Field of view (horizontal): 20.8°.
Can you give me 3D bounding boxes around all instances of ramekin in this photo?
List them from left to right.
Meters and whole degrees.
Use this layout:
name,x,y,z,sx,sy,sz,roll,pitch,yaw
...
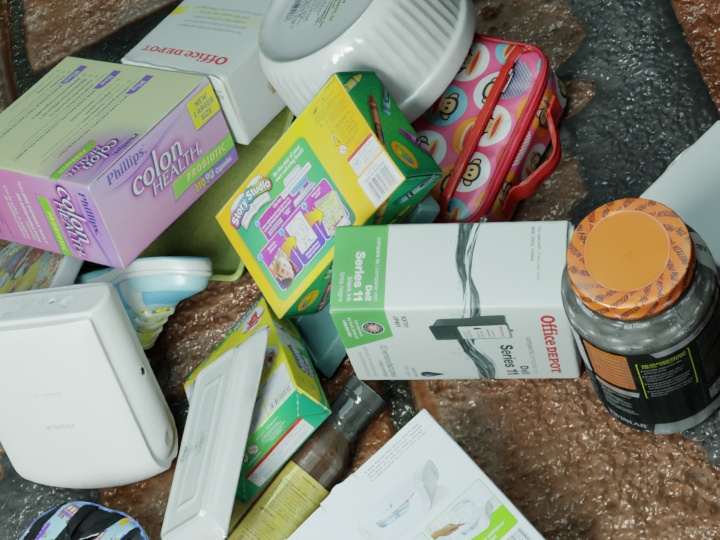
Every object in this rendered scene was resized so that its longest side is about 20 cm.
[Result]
name,x,y,z,sx,sy,sz,roll,pitch,yaw
ramekin,-0.003,-0.218,1.804,0.199,0.105,0.201,-29,38,25

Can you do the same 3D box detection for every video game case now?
name,x,y,z,sx,sy,sz,roll,pitch,yaw
video game case,-0.325,0.012,1.906,0.181,0.023,0.201,-32,26,34

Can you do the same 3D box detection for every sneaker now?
name,x,y,z,sx,sy,sz,roll,pitch,yaw
sneaker,-0.204,0.059,1.831,0.199,0.079,0.132,-15,78,44

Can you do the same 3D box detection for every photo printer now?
name,x,y,z,sx,sy,sz,roll,pitch,yaw
photo printer,-0.264,0.113,1.783,0.165,0.201,0.070,-6,33,23

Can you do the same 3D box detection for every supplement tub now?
name,x,y,z,sx,sy,sz,roll,pitch,yaw
supplement tub,0.226,0.035,1.547,0.121,0.200,0.123,-8,58,13

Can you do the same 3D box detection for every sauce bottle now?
name,x,y,z,sx,sy,sz,roll,pitch,yaw
sauce bottle,-0.054,0.181,1.708,0.200,0.065,0.065,-49,51,-6

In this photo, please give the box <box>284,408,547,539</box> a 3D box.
name,x,y,z,sx,sy,sz,roll,pitch,yaw
box,0.044,0.248,1.593,0.200,0.097,0.176,-44,50,-2

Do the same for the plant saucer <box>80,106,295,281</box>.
name,x,y,z,sx,sy,sz,roll,pitch,yaw
plant saucer,-0.162,-0.072,1.932,0.198,0.048,0.202,3,64,30

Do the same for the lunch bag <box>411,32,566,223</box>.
name,x,y,z,sx,sy,sz,roll,pitch,yaw
lunch bag,0.100,-0.116,1.799,0.175,0.082,0.201,16,72,31

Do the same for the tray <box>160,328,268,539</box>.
name,x,y,z,sx,sy,sz,roll,pitch,yaw
tray,-0.129,0.148,1.662,0.107,0.022,0.201,-36,36,49

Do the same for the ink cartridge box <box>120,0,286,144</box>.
name,x,y,z,sx,sy,sz,roll,pitch,yaw
ink cartridge box,-0.116,-0.222,1.930,0.144,0.084,0.200,13,47,37

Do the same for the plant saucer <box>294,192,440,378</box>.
name,x,y,z,sx,sy,sz,roll,pitch,yaw
plant saucer,0.000,0.000,1.760,0.201,0.019,0.070,-58,45,25

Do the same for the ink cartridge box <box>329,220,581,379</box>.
name,x,y,z,sx,sy,sz,roll,pitch,yaw
ink cartridge box,0.085,0.027,1.645,0.198,0.147,0.084,-2,63,11

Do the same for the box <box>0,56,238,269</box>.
name,x,y,z,sx,sy,sz,roll,pitch,yaw
box,-0.251,-0.106,1.855,0.199,0.097,0.176,11,45,39

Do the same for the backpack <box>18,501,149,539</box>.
name,x,y,z,sx,sy,sz,roll,pitch,yaw
backpack,-0.239,0.308,1.679,0.182,0.135,0.201,9,66,40

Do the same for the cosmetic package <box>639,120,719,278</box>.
name,x,y,z,sx,sy,sz,roll,pitch,yaw
cosmetic package,0.334,-0.024,1.617,0.102,0.074,0.200,-42,49,-1

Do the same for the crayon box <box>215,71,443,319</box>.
name,x,y,z,sx,sy,sz,roll,pitch,yaw
crayon box,-0.031,-0.065,1.729,0.200,0.058,0.119,-47,66,33

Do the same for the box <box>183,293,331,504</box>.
name,x,y,z,sx,sy,sz,roll,pitch,yaw
box,-0.097,0.107,1.743,0.117,0.048,0.200,-47,28,11
